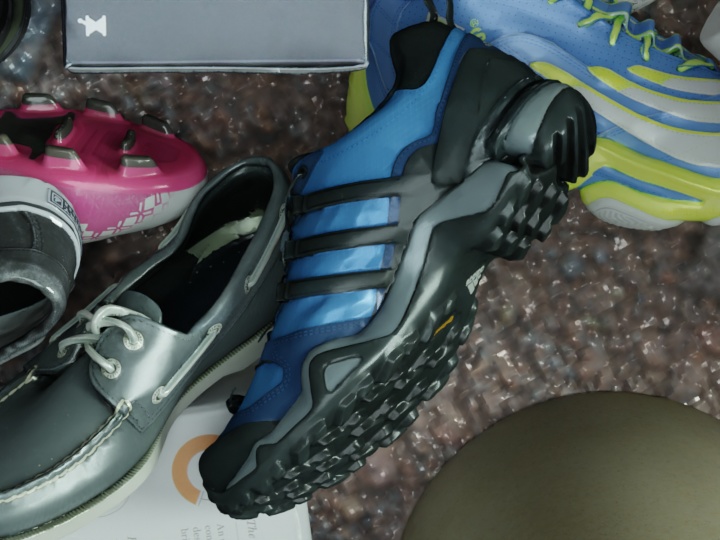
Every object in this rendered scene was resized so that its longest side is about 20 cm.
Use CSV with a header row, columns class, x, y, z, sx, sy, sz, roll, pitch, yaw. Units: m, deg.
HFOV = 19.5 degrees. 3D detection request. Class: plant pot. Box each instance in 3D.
class,x,y,z,sx,sy,sz,roll,pitch,yaw
plant pot,0.108,0.161,0.810,0.187,0.200,0.188,0,100,-1

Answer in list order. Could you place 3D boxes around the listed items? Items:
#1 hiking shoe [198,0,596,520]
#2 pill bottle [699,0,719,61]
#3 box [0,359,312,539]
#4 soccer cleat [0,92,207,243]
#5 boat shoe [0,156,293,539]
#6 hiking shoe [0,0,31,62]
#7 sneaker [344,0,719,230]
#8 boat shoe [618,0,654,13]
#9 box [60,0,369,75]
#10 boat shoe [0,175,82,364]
class,x,y,z,sx,sy,sz,roll,pitch,yaw
hiking shoe,0.000,0.000,0.771,0.087,0.074,0.200,39,92,23
pill bottle,0.212,-0.038,0.704,0.200,0.104,0.104,40,97,-6
box,-0.120,0.112,0.844,0.200,0.097,0.125,-7,100,0
soccer cleat,-0.161,-0.023,0.841,0.200,0.070,0.086,3,116,0
boat shoe,-0.090,0.027,0.773,0.200,0.073,0.062,-40,139,-34
hiking shoe,-0.197,-0.160,0.790,0.076,0.101,0.200,-38,99,4
sneaker,0.083,-0.077,0.792,0.200,0.076,0.105,3,121,20
boat shoe,0.060,-0.185,0.810,0.069,0.071,0.200,-29,101,2
box,-0.051,-0.176,0.751,0.104,0.182,0.200,-1,101,-1
boat shoe,-0.196,0.032,0.796,0.199,0.068,0.074,-18,128,11
